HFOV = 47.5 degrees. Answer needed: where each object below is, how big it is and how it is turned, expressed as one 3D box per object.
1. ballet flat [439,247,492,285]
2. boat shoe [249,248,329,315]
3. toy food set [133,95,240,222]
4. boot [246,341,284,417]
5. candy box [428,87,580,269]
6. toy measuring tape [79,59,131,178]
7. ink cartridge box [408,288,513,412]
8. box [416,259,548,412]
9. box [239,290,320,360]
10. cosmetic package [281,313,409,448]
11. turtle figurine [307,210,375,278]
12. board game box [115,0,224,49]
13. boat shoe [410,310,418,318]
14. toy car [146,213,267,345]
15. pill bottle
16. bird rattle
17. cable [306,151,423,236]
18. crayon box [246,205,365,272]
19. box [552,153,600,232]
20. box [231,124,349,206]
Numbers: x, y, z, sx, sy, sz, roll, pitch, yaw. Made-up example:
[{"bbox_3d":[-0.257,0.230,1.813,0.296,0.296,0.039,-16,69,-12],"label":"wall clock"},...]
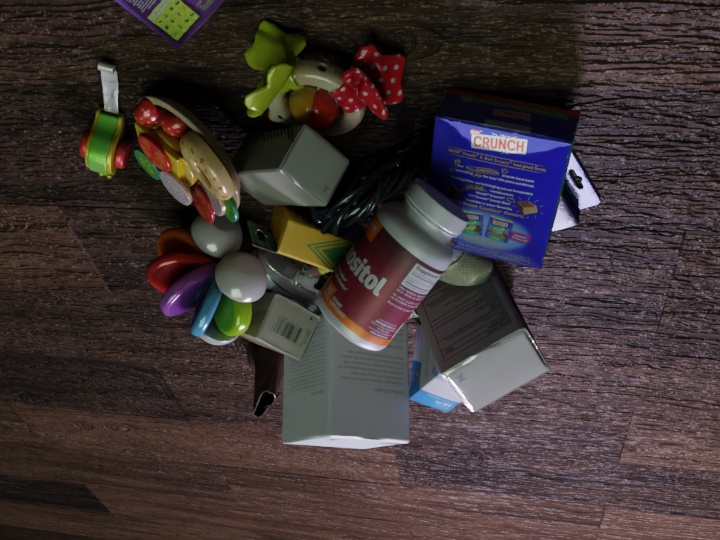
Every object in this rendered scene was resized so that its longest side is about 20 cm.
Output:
[{"bbox_3d":[0.099,-0.033,1.148,0.199,0.068,0.062,25,167,47],"label":"ballet flat"},{"bbox_3d":[-0.094,0.009,1.339,0.066,0.075,0.199,-33,136,26],"label":"boat shoe"},{"bbox_3d":[-0.236,-0.146,1.107,0.199,0.049,0.199,40,156,10],"label":"toy food set"},{"bbox_3d":[-0.182,0.192,1.510,0.071,0.169,0.201,20,143,-13],"label":"boot"},{"bbox_3d":[0.173,-0.115,1.039,0.166,0.078,0.202,14,136,11],"label":"candy box"},{"bbox_3d":[-0.353,-0.192,1.127,0.072,0.075,0.201,15,144,-5],"label":"toy measuring tape"},{"bbox_3d":[0.163,0.121,1.337,0.083,0.147,0.200,20,144,-13],"label":"ink cartridge box"},{"bbox_3d":[0.159,0.070,1.145,0.126,0.202,0.109,-30,133,11],"label":"box"},{"bbox_3d":[-0.156,0.083,1.363,0.094,0.079,0.199,30,169,-25],"label":"box"},{"bbox_3d":[-0.026,0.191,1.385,0.162,0.205,0.164,11,161,-32],"label":"cosmetic package"},{"bbox_3d":[0.000,0.000,1.267,0.200,0.065,0.160,44,135,-19],"label":"turtle figurine"},{"bbox_3d":[-0.198,-0.345,0.915,0.119,0.033,0.198,31,139,-31],"label":"board game box"},{"bbox_3d":[0.081,0.043,1.312,0.197,0.063,0.071,-19,156,35],"label":"boat shoe"},{"bbox_3d":[-0.247,0.017,1.256,0.148,0.202,0.176,-14,153,-41],"label":"toy car"},{"bbox_3d":[0.042,-0.009,1.021,0.112,0.113,0.201,30,107,-24],"label":"pill bottle"},{"bbox_3d":[-0.047,-0.224,1.006,0.195,0.115,0.163,4,159,-9],"label":"bird rattle"},{"bbox_3d":[0.011,-0.102,1.046,0.161,0.200,0.052,-27,104,-7],"label":"cable"},{"bbox_3d":[-0.052,-0.043,1.125,0.196,0.126,0.052,18,104,-17],"label":"crayon box"},{"bbox_3d":[0.219,-0.093,1.133,0.197,0.033,0.121,-17,135,32],"label":"box"},{"bbox_3d":[-0.100,-0.133,1.062,0.082,0.069,0.199,36,167,-28],"label":"box"}]
